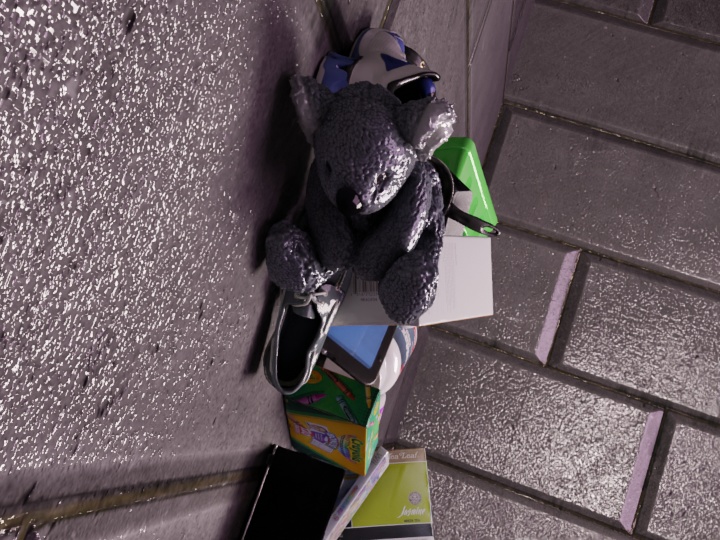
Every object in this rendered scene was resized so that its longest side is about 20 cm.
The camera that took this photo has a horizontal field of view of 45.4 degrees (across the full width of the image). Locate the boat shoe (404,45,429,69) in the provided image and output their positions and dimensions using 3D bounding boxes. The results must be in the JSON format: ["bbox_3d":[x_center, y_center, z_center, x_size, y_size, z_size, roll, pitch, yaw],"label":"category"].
[{"bbox_3d":[0.071,-0.244,1.141,0.064,0.073,0.201,-64,166,4],"label":"boat shoe"}]

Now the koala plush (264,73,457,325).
[{"bbox_3d":[0.005,-0.092,0.791,0.202,0.174,0.186,83,25,-53],"label":"koala plush"}]

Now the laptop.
[{"bbox_3d":[-0.091,0.337,1.113,0.200,0.114,0.191,74,36,-73],"label":"laptop"}]

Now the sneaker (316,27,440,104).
[{"bbox_3d":[0.031,-0.188,0.901,0.200,0.113,0.082,-55,161,-60],"label":"sneaker"}]

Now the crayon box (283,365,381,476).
[{"bbox_3d":[-0.036,0.208,1.188,0.201,0.116,0.059,90,21,-59],"label":"crayon box"}]

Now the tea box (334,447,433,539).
[{"bbox_3d":[0.022,0.423,1.483,0.134,0.195,0.201,88,0,-64],"label":"tea box"}]

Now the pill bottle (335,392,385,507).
[{"bbox_3d":[-0.030,0.272,1.376,0.104,0.102,0.204,-46,152,-68],"label":"pill bottle"}]

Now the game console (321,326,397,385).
[{"bbox_3d":[0.000,0.000,1.045,0.178,0.114,0.202,95,15,-51],"label":"game console"}]

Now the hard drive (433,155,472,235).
[{"bbox_3d":[0.076,-0.095,1.179,0.201,0.032,0.142,52,-40,47],"label":"hard drive"}]

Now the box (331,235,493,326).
[{"bbox_3d":[0.061,0.010,1.011,0.198,0.122,0.100,-2,89,-57],"label":"box"}]

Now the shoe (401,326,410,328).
[{"bbox_3d":[0.067,0.008,1.370,0.091,0.070,0.204,71,7,-64],"label":"shoe"}]

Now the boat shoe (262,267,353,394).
[{"bbox_3d":[-0.051,0.037,0.910,0.062,0.071,0.204,-119,-130,-73],"label":"boat shoe"}]

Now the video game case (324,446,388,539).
[{"bbox_3d":[-0.020,0.370,1.337,0.201,0.018,0.144,-53,166,-14],"label":"video game case"}]

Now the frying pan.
[{"bbox_3d":[0.092,-0.094,1.047,0.031,0.185,0.117,-113,-155,-52],"label":"frying pan"}]

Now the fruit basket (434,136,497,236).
[{"bbox_3d":[0.129,-0.143,1.374,0.215,0.152,0.221,-1,90,-67],"label":"fruit basket"}]

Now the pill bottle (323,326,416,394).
[{"bbox_3d":[0.013,0.125,1.320,0.200,0.117,0.122,-47,153,-68],"label":"pill bottle"}]
